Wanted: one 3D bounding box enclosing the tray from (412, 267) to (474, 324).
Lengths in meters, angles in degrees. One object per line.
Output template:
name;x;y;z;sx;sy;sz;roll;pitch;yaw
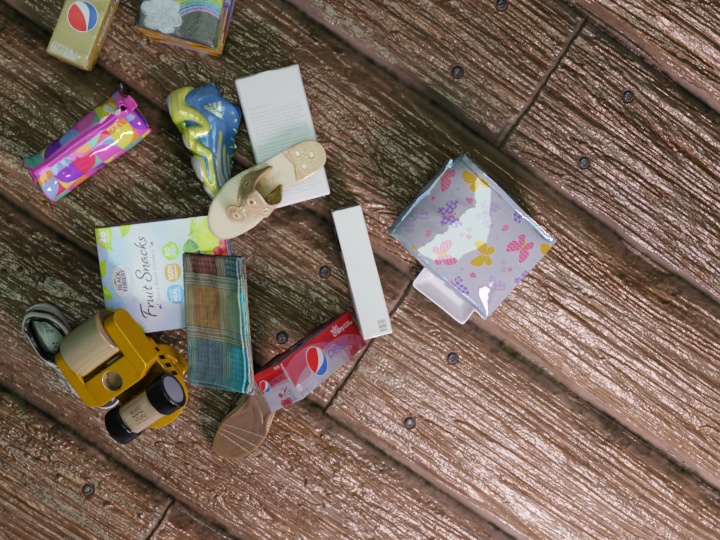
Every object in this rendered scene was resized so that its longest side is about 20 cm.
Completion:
tray;0.181;-0.025;1.651;0.107;0.022;0.201;37;92;-5

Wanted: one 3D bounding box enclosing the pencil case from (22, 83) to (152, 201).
pencil case;-0.411;-0.191;1.571;0.199;0.088;0.089;-38;96;1

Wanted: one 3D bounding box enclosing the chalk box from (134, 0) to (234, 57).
chalk box;-0.246;-0.434;1.538;0.124;0.124;0.202;14;93;-4

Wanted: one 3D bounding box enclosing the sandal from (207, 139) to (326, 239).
sandal;-0.142;-0.122;1.527;0.211;0.070;0.078;-36;96;1

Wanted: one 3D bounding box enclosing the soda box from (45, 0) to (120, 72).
soda box;-0.400;-0.404;1.558;0.064;0.068;0.202;23;93;-5

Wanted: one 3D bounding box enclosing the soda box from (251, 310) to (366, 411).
soda box;-0.074;0.134;1.563;0.070;0.200;0.064;-27;95;35

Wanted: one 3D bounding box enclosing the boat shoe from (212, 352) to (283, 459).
boat shoe;-0.166;0.210;1.631;0.072;0.072;0.201;27;115;-10

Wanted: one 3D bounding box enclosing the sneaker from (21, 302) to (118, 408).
sneaker;-0.449;0.141;1.598;0.076;0.088;0.200;-43;98;-1

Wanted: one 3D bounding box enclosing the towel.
towel;-0.213;0.077;1.526;0.022;0.146;0.202;-10;100;-46

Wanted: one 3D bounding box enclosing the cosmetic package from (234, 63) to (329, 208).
cosmetic package;-0.118;-0.203;1.592;0.100;0.071;0.202;-14;97;-2

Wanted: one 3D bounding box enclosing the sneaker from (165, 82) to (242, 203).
sneaker;-0.214;-0.195;1.586;0.104;0.076;0.201;-26;95;-1

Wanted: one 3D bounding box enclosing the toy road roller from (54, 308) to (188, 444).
toy road roller;-0.344;0.147;1.567;0.122;0.146;0.201;-33;99;18

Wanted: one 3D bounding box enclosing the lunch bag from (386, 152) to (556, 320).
lunch bag;0.164;-0.058;1.576;0.200;0.127;0.170;40;94;-16

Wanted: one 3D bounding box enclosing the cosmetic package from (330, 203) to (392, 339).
cosmetic package;0.000;0.000;1.614;0.050;0.083;0.202;-14;95;0

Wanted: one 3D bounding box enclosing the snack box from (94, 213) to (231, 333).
snack box;-0.296;0.005;1.604;0.198;0.068;0.171;-7;97;-1
